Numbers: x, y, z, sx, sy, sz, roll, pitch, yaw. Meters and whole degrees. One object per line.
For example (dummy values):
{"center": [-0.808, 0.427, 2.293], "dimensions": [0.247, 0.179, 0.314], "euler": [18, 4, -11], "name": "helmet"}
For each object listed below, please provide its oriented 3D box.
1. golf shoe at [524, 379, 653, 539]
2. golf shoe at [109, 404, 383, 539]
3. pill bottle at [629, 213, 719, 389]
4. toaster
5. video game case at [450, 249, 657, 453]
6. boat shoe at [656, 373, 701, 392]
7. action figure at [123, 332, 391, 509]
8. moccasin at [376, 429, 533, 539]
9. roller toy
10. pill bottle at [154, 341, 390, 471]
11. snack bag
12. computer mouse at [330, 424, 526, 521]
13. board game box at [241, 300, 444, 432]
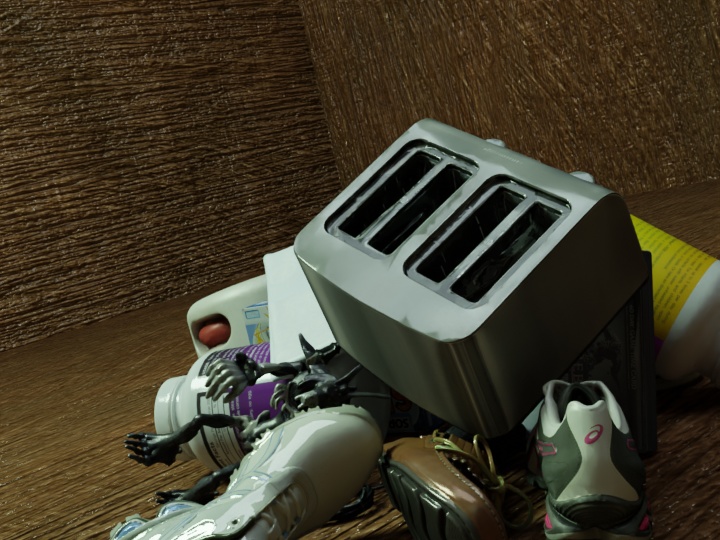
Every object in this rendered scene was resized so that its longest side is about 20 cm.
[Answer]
{"center": [0.143, 0.105, 0.663], "dimensions": [0.076, 0.089, 0.200], "euler": [-5, 6, 4], "name": "golf shoe"}
{"center": [-0.061, 0.161, 0.669], "dimensions": [0.199, 0.079, 0.097], "euler": [-32, 17, -13], "name": "golf shoe"}
{"center": [0.232, 0.020, 0.860], "dimensions": [0.199, 0.105, 0.104], "euler": [31, 27, 24], "name": "pill bottle"}
{"center": [0.068, 0.004, 0.736], "dimensions": [0.200, 0.119, 0.180], "euler": [-44, 45, -18], "name": "toaster"}
{"center": [0.142, 0.064, 0.826], "dimensions": [0.019, 0.144, 0.199], "euler": [3, -6, -37], "name": "video game case"}
{"center": [0.197, 0.070, 0.925], "dimensions": [0.198, 0.065, 0.072], "euler": [-2, 11, 9], "name": "boat shoe"}
{"center": [-0.078, 0.126, 0.815], "dimensions": [0.199, 0.120, 0.102], "euler": [-29, -10, 13], "name": "action figure"}
{"center": [0.061, 0.139, 0.671], "dimensions": [0.077, 0.074, 0.201], "euler": [-22, -4, -6], "name": "moccasin"}
{"center": [-0.108, 0.083, 1.270], "dimensions": [0.198, 0.141, 0.182], "euler": [-19, -4, 6], "name": "roller toy"}
{"center": [-0.080, 0.120, 0.948], "dimensions": [0.198, 0.113, 0.112], "euler": [-11, 6, 22], "name": "pill bottle"}
{"center": [0.000, 0.000, 0.933], "dimensions": [0.187, 0.021, 0.201], "euler": [-24, 31, 8], "name": "snack bag"}
{"center": [0.034, 0.146, 0.798], "dimensions": [0.198, 0.034, 0.059], "euler": [-18, 8, -16], "name": "computer mouse"}
{"center": [-0.020, 0.088, 1.017], "dimensions": [0.199, 0.137, 0.034], "euler": [-10, 6, 39], "name": "board game box"}
